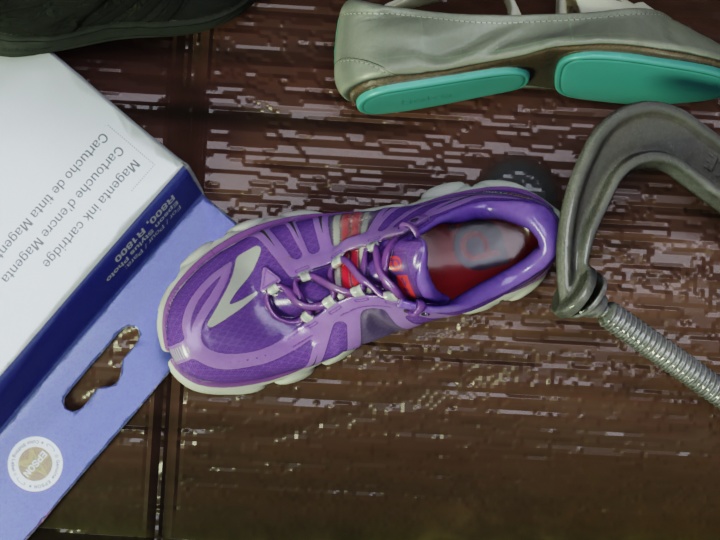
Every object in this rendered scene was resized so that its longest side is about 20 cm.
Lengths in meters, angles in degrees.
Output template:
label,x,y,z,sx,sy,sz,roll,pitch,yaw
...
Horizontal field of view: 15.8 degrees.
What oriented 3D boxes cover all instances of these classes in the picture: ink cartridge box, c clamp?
label,x,y,z,sx,sy,sz,roll,pitch,yaw
ink cartridge box,-0.179,-0.003,1.237,0.200,0.043,0.197,39,81,5
c clamp,0.162,0.025,1.225,0.200,0.027,0.171,40,72,-19

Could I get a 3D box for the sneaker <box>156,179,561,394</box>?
label,x,y,z,sx,sy,sz,roll,pitch,yaw
sneaker,0.000,0.000,1.218,0.199,0.083,0.081,-20,91,-5

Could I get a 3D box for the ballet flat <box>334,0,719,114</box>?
label,x,y,z,sx,sy,sz,roll,pitch,yaw
ballet flat,0.086,-0.114,1.253,0.199,0.067,0.064,-3,74,-3

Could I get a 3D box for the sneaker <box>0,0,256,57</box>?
label,x,y,z,sx,sy,sz,roll,pitch,yaw
sneaker,-0.116,-0.148,1.205,0.199,0.104,0.060,-17,73,-22
